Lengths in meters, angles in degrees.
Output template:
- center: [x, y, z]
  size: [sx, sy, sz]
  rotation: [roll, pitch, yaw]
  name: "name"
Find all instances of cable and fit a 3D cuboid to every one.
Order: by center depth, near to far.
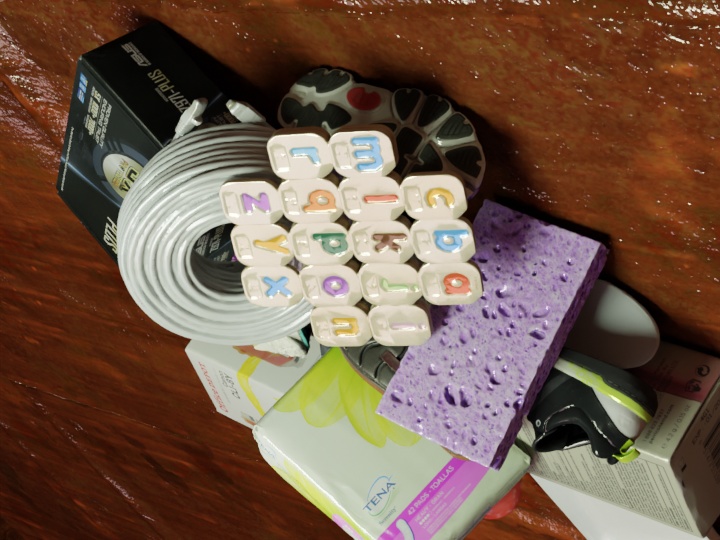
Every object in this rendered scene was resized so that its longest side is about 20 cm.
- center: [-0.099, -0.026, 1.507]
  size: [0.200, 0.069, 0.200]
  rotation: [27, 120, -28]
  name: "cable"

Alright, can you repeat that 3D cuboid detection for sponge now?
- center: [0.105, 0.049, 1.471]
  size: [0.112, 0.200, 0.030]
  rotation: [25, 175, 29]
  name: "sponge"

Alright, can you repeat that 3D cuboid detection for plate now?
- center: [0.261, 0.224, 1.802]
  size: [0.200, 0.032, 0.200]
  rotation: [4, 140, 52]
  name: "plate"

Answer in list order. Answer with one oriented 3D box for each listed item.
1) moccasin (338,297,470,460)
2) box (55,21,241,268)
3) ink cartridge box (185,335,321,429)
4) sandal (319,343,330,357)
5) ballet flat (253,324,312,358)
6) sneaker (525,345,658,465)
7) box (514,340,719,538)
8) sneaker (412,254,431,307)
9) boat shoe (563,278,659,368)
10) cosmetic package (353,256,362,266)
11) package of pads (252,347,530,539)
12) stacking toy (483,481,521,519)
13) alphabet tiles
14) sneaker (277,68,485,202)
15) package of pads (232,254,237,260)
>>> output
- center: [0.048, 0.079, 1.545]
  size: [0.201, 0.074, 0.078]
  rotation: [40, -176, 23]
  name: "moccasin"
- center: [-0.181, -0.089, 1.633]
  size: [0.164, 0.086, 0.200]
  rotation: [48, 146, 17]
  name: "box"
- center: [-0.078, 0.129, 2.025]
  size: [0.200, 0.083, 0.145]
  rotation: [24, 155, 26]
  name: "ink cartridge box"
- center: [-0.022, 0.078, 1.791]
  size: [0.200, 0.043, 0.076]
  rotation: [62, 176, 12]
  name: "sandal"
- center: [-0.080, 0.054, 1.803]
  size: [0.072, 0.072, 0.200]
  rotation: [36, -176, 1]
  name: "ballet flat"
- center: [0.146, 0.102, 1.486]
  size: [0.200, 0.083, 0.072]
  rotation: [19, 168, 45]
  name: "sneaker"
- center: [0.219, 0.125, 1.570]
  size: [0.200, 0.109, 0.128]
  rotation: [18, 152, 37]
  name: "box"
- center: [0.087, 0.035, 1.615]
  size: [0.200, 0.075, 0.088]
  rotation: [41, 172, -37]
  name: "sneaker"
- center: [0.158, 0.025, 1.535]
  size: [0.200, 0.069, 0.057]
  rotation: [22, -172, 17]
  name: "boat shoe"
- center: [0.000, 0.000, 1.667]
  size: [0.107, 0.090, 0.200]
  rotation: [7, 142, 43]
  name: "cosmetic package"
- center: [0.023, 0.158, 1.598]
  size: [0.200, 0.155, 0.068]
  rotation: [42, 165, 12]
  name: "package of pads"
- center: [0.098, 0.164, 1.713]
  size: [0.085, 0.085, 0.200]
  rotation: [52, -179, -33]
  name: "stacking toy"
- center: [-0.006, -0.024, 1.431]
  size: [0.196, 0.015, 0.200]
  rotation: [-2, 124, 17]
  name: "alphabet tiles"
- center: [0.027, -0.103, 1.472]
  size: [0.200, 0.081, 0.083]
  rotation: [29, 171, 38]
  name: "sneaker"
- center: [-0.120, -0.042, 1.764]
  size: [0.121, 0.076, 0.200]
  rotation: [48, 154, -25]
  name: "package of pads"
